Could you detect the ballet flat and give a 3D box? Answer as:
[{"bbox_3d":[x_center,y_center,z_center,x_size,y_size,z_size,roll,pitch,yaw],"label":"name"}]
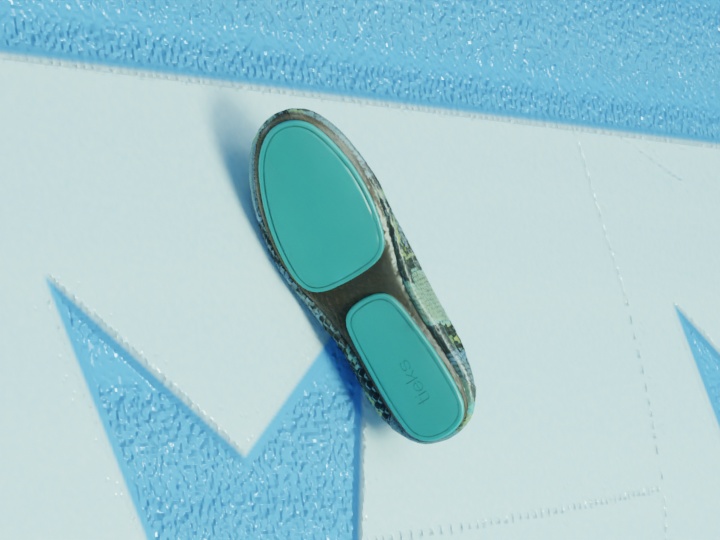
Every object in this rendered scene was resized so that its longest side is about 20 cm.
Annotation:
[{"bbox_3d":[0.000,0.000,1.568,0.074,0.074,0.201,-41,110,-51],"label":"ballet flat"}]
